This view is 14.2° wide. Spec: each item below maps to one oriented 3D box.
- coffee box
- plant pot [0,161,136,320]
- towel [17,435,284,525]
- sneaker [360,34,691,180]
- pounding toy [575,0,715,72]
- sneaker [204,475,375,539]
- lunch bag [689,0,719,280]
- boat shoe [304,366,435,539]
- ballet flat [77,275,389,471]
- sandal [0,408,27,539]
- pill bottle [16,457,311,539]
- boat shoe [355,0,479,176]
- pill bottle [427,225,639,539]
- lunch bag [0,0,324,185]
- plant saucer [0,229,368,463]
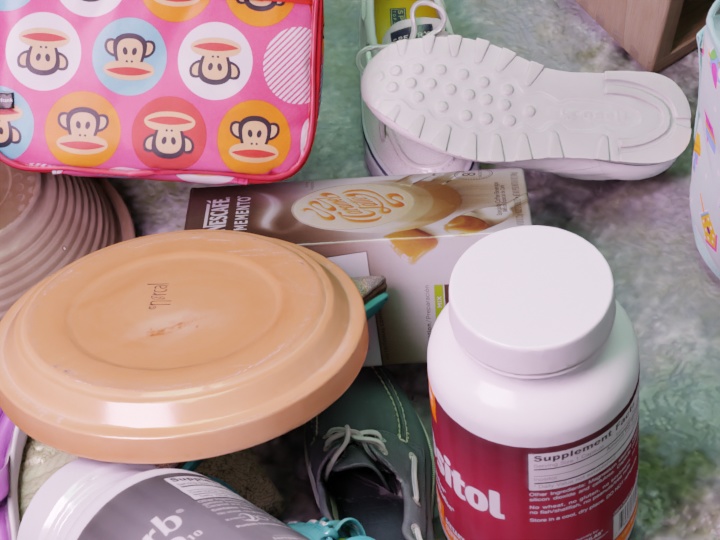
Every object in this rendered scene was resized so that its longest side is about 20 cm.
[{"bbox_3d":[0.000,0.000,1.668,0.200,0.080,0.114,-4,20,1],"label":"coffee box"},{"bbox_3d":[-0.235,-0.021,1.724,0.201,0.093,0.201,-3,48,3],"label":"plant pot"},{"bbox_3d":[-0.156,0.125,1.627,0.200,0.036,0.148,-22,52,-13],"label":"towel"},{"bbox_3d":[0.096,-0.088,1.739,0.200,0.081,0.076,12,78,-4],"label":"sneaker"},{"bbox_3d":[0.221,-0.254,1.842,0.200,0.184,0.142,-33,67,-22],"label":"pounding toy"},{"bbox_3d":[-0.023,0.163,1.521,0.200,0.077,0.080,37,104,37],"label":"sneaker"},{"bbox_3d":[0.267,-0.051,1.653,0.122,0.170,0.200,-33,57,-20],"label":"lunch bag"},{"bbox_3d":[0.007,0.115,1.605,0.073,0.062,0.200,-7,49,-2],"label":"boat shoe"},{"bbox_3d":[-0.075,0.053,1.582,0.200,0.068,0.067,-41,84,-8],"label":"ballet flat"},{"bbox_3d":[-0.227,0.116,1.589,0.082,0.050,0.203,-3,53,9],"label":"sandal"},{"bbox_3d":[-0.081,0.165,1.413,0.116,0.116,0.200,-35,33,-23],"label":"pill bottle"},{"bbox_3d":[0.034,-0.131,1.797,0.075,0.086,0.202,-5,49,1],"label":"boat shoe"},{"bbox_3d":[0.093,0.072,1.543,0.113,0.200,0.113,-2,49,3],"label":"pill bottle"},{"bbox_3d":[-0.120,-0.140,1.665,0.200,0.082,0.176,3,93,-7],"label":"lunch bag"},{"bbox_3d":[-0.096,0.032,1.515,0.200,0.032,0.200,-4,31,3],"label":"plant saucer"}]
